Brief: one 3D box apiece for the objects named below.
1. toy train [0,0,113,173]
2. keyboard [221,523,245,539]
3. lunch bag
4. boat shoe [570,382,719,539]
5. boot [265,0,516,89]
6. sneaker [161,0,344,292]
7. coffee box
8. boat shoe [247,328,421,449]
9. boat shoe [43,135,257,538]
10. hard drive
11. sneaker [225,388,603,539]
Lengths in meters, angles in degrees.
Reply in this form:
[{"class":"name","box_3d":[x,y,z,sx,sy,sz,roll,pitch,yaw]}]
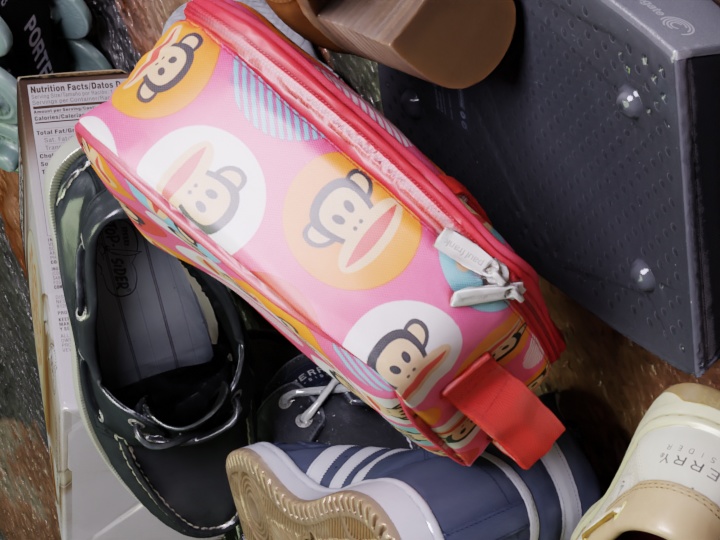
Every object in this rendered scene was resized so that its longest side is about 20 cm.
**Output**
[{"class":"toy train","box_3d":[-0.195,-0.121,1.377,0.114,0.085,0.200,21,153,19]},{"class":"keyboard","box_3d":[-0.053,0.132,1.419,0.200,0.040,0.104,140,117,-82]},{"class":"lunch bag","box_3d":[0.000,0.000,0.954,0.176,0.082,0.200,41,178,13]},{"class":"boat shoe","box_3d":[0.097,0.119,0.983,0.074,0.066,0.200,25,144,15]},{"class":"boot","box_3d":[-0.047,-0.142,0.899,0.155,0.077,0.200,31,175,45]},{"class":"sneaker","box_3d":[-0.024,-0.016,1.168,0.200,0.075,0.115,58,159,34]},{"class":"coffee box","box_3d":[-0.113,0.016,1.310,0.115,0.079,0.200,97,164,-49]},{"class":"boat shoe","box_3d":[-0.015,0.070,1.236,0.200,0.072,0.068,-146,37,-66]},{"class":"boat shoe","box_3d":[-0.080,0.039,1.159,0.066,0.074,0.200,-125,23,-58]},{"class":"hard drive","box_3d":[0.066,-0.062,0.945,0.200,0.042,0.135,40,146,50]},{"class":"sneaker","box_3d":[0.024,0.091,1.104,0.200,0.108,0.070,4,113,68]}]
